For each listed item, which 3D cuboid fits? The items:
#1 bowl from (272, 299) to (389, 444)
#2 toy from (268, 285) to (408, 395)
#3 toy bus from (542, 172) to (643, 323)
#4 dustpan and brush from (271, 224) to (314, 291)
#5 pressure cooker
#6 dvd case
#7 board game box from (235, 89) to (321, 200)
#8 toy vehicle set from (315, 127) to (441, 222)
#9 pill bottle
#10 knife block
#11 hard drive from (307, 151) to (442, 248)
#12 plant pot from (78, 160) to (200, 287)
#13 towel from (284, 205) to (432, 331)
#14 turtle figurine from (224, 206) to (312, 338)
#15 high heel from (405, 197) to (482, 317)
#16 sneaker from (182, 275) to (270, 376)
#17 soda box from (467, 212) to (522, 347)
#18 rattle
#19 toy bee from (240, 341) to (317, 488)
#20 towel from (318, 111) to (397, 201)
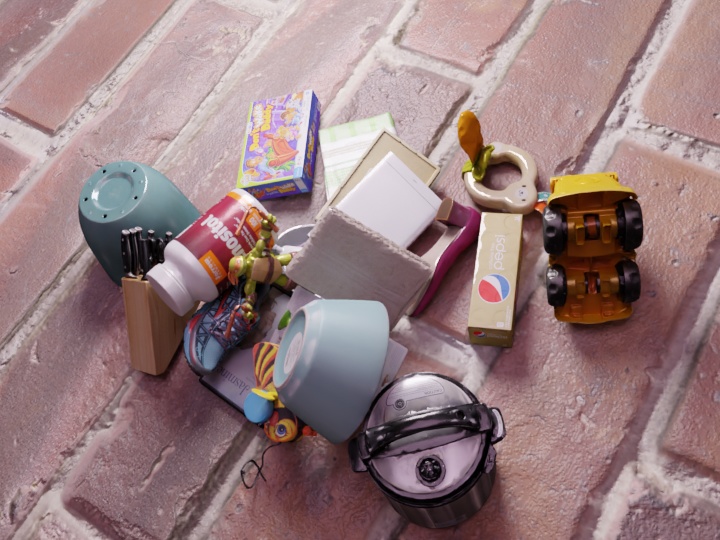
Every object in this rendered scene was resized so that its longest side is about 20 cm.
[{"bbox_3d":[-0.051,0.121,1.037,0.103,0.200,0.204,22,61,-18],"label":"bowl"},{"bbox_3d":[-0.036,0.122,1.172,0.197,0.047,0.117,29,95,8],"label":"toy"},{"bbox_3d":[0.336,-0.049,1.142,0.133,0.204,0.193,-4,24,9],"label":"toy bus"},{"bbox_3d":[-0.123,-0.028,1.283,0.196,0.058,0.142,10,64,19],"label":"dustpan and brush"},{"bbox_3d":[0.093,0.232,1.000,0.177,0.201,0.177,30,72,27],"label":"pressure cooker"},{"bbox_3d":[-0.149,0.133,1.223,0.141,0.018,0.201,28,71,25],"label":"dvd case"},{"bbox_3d":[-0.149,-0.230,1.404,0.132,0.045,0.204,-8,59,19],"label":"board game box"},{"bbox_3d":[0.030,-0.126,1.284,0.123,0.027,0.201,36,80,5],"label":"toy vehicle set"},{"bbox_3d":[-0.233,-0.026,1.200,0.112,0.114,0.200,34,66,28],"label":"pill bottle"},{"bbox_3d":[-0.346,0.040,1.226,0.063,0.176,0.203,6,61,35],"label":"knife block"},{"bbox_3d":[0.027,-0.080,1.247,0.132,0.027,0.200,44,80,6],"label":"hard drive"},{"bbox_3d":[-0.394,-0.093,1.328,0.196,0.162,0.204,-6,59,10],"label":"plant pot"},{"bbox_3d":[0.000,0.000,1.154,0.133,0.198,0.035,-53,17,19],"label":"towel"},{"bbox_3d":[-0.143,0.007,1.178,0.064,0.159,0.204,20,101,55],"label":"turtle figurine"},{"bbox_3d":[0.140,-0.009,1.223,0.067,0.095,0.203,23,88,56],"label":"high heel"},{"bbox_3d":[-0.208,0.075,1.207,0.094,0.080,0.202,-6,47,36],"label":"sneaker"},{"bbox_3d":[0.211,0.012,1.177,0.066,0.064,0.204,4,62,16],"label":"soda box"},{"bbox_3d":[0.251,-0.163,1.229,0.128,0.145,0.200,-23,49,-23],"label":"rattle"},{"bbox_3d":[-0.108,0.208,1.118,0.107,0.130,0.205,-3,98,26],"label":"toy bee"},{"bbox_3d":[0.005,-0.189,1.369,0.146,0.031,0.203,-12,56,4],"label":"towel"}]
